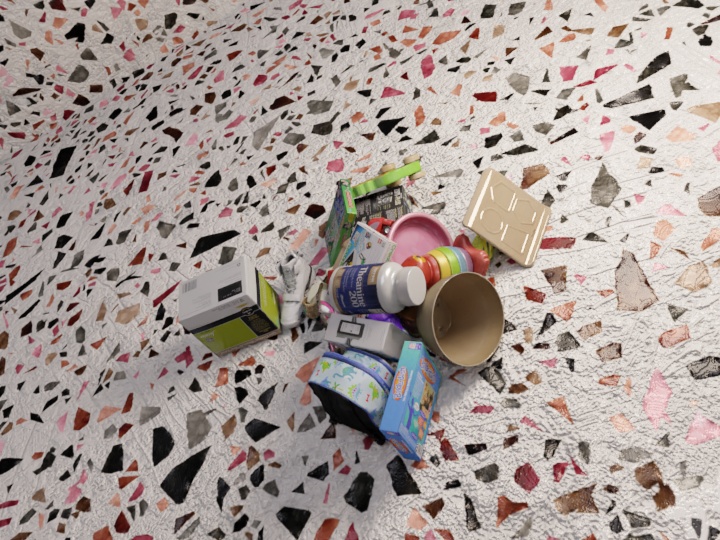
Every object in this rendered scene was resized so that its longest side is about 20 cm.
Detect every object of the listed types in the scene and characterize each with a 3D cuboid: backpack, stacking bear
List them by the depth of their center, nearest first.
[{"bbox_3d":[-0.010,0.255,1.410,0.182,0.200,0.148,14,62,35],"label":"backpack"},{"bbox_3d":[0.178,-0.002,1.513,0.198,0.115,0.122,-10,39,-30],"label":"stacking bear"}]

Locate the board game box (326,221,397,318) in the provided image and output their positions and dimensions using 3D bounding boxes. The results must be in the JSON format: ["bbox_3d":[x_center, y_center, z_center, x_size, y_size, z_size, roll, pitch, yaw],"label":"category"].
[{"bbox_3d":[0.000,0.000,1.560,0.126,0.034,0.201,36,107,44],"label":"board game box"}]

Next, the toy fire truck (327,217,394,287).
[{"bbox_3d":[0.002,-0.041,1.636,0.140,0.049,0.202,14,93,17],"label":"toy fire truck"}]

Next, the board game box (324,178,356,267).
[{"bbox_3d":[-0.056,-0.124,1.749,0.029,0.201,0.135,3,46,-18],"label":"board game box"}]

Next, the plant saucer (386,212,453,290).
[{"bbox_3d":[0.141,-0.039,1.595,0.051,0.200,0.201,-21,36,60],"label":"plant saucer"}]

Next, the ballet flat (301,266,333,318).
[{"bbox_3d":[-0.081,0.037,1.710,0.070,0.065,0.201,19,65,40],"label":"ballet flat"}]

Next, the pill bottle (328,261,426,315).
[{"bbox_3d":[0.037,0.039,1.429,0.199,0.111,0.112,-5,52,34],"label":"pill bottle"}]

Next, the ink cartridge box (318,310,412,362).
[{"bbox_3d":[0.001,0.150,1.470,0.199,0.116,0.068,7,73,35],"label":"ink cartridge box"}]

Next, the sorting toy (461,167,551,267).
[{"bbox_3d":[0.352,-0.127,1.572,0.186,0.199,0.036,-64,10,-26],"label":"sorting toy"}]

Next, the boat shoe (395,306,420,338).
[{"bbox_3d":[0.101,0.077,1.584,0.072,0.068,0.200,-36,47,-4],"label":"boat shoe"}]

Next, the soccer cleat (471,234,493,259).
[{"bbox_3d":[0.305,-0.092,1.600,0.064,0.084,0.201,15,63,35],"label":"soccer cleat"}]

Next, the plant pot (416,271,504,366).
[{"bbox_3d":[0.200,0.108,1.447,0.201,0.200,0.134,-57,23,-21],"label":"plant pot"}]

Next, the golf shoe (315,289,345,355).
[{"bbox_3d":[-0.050,0.130,1.617,0.091,0.073,0.201,-22,61,1],"label":"golf shoe"}]

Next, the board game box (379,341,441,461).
[{"bbox_3d":[0.109,0.273,1.368,0.045,0.152,0.201,2,55,28],"label":"board game box"}]

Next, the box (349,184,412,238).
[{"bbox_3d":[0.057,-0.111,1.741,0.162,0.086,0.201,-16,49,16],"label":"box"}]

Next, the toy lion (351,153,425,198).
[{"bbox_3d":[0.052,-0.243,1.783,0.191,0.069,0.200,-27,9,-27],"label":"toy lion"}]

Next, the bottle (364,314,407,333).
[{"bbox_3d":[0.043,0.114,1.575,0.065,0.084,0.200,-40,48,-7],"label":"bottle"}]

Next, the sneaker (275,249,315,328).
[{"bbox_3d":[-0.185,0.045,1.723,0.074,0.115,0.201,-3,54,25],"label":"sneaker"}]

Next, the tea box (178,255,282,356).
[{"bbox_3d":[-0.337,0.098,1.703,0.198,0.197,0.134,-21,48,10],"label":"tea box"}]
